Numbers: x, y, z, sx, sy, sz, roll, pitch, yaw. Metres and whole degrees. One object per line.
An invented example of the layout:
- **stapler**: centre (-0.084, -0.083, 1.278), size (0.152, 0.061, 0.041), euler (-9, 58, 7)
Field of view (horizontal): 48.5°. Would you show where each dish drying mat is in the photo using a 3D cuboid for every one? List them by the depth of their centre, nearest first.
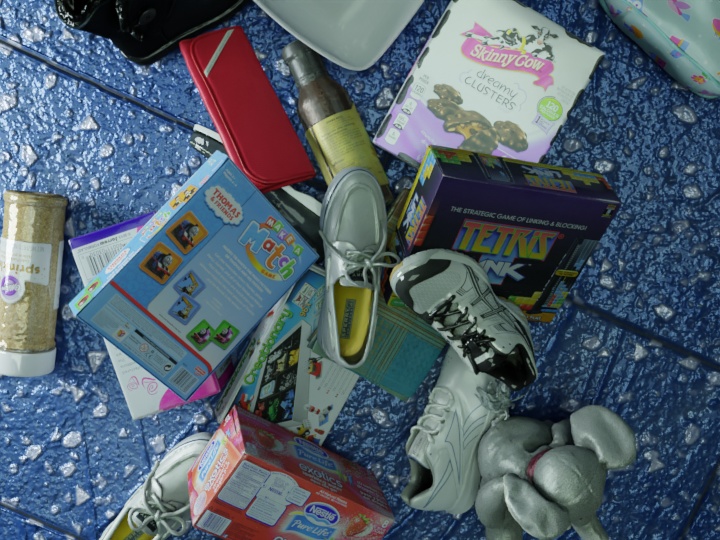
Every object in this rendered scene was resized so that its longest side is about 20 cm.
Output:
- **dish drying mat**: centre (-0.121, -0.172, 0.841), size (0.076, 0.018, 0.201), euler (-20, 70, -21)

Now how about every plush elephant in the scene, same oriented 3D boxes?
- **plush elephant**: centre (0.200, 0.216, 0.818), size (0.164, 0.155, 0.201), euler (-33, 118, -11)

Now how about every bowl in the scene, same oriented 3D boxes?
- **bowl**: centre (-0.023, -0.331, 0.810), size (0.199, 0.075, 0.200), euler (31, 100, -34)

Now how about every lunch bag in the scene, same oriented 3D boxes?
- **lunch bag**: centre (0.366, -0.289, 0.834), size (0.200, 0.077, 0.161), euler (40, 94, -3)

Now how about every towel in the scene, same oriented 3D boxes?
- **towel**: centre (0.049, 0.030, 0.875), size (0.146, 0.022, 0.201), euler (32, 89, -24)

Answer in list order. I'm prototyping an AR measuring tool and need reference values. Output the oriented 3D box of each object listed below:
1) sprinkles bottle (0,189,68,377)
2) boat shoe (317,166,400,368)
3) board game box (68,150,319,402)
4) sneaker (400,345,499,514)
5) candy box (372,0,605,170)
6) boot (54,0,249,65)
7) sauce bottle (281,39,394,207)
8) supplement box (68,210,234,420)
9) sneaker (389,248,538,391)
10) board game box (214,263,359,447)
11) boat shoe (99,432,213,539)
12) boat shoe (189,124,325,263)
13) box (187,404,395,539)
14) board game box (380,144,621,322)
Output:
- **sprinkles bottle**: centre (-0.368, 0.014, 0.889), size (0.068, 0.068, 0.202), euler (7, 96, 1)
- **boat shoe**: centre (-0.005, 0.001, 0.792), size (0.074, 0.086, 0.204), euler (6, 98, -18)
- **board game box**: centre (-0.155, 0.008, 0.779), size (0.200, 0.037, 0.151), euler (-47, 126, -7)
- **sneaker**: centre (0.097, 0.176, 0.878), size (0.087, 0.074, 0.202), euler (4, 95, -36)
- **candy box**: centre (0.132, -0.182, 0.852), size (0.167, 0.072, 0.201), euler (29, 97, -3)
- **boot**: centre (-0.192, -0.291, 0.798), size (0.200, 0.168, 0.077), euler (-35, 88, 5)
- **sauce bottle**: centre (-0.028, -0.153, 0.861), size (0.064, 0.065, 0.201), euler (-23, 89, 4)
- **supplement box**: centre (-0.222, 0.044, 0.872), size (0.101, 0.103, 0.201), euler (-17, 94, 2)
- **sneaker**: centre (0.112, 0.052, 0.782), size (0.199, 0.088, 0.076), euler (31, 122, -34)
- **board game box**: centre (-0.060, 0.098, 0.887), size (0.126, 0.035, 0.201), euler (26, 97, -24)
- **boat shoe**: centre (-0.232, 0.270, 0.897), size (0.202, 0.086, 0.075), euler (-43, 94, 6)
- **boat shoe**: centre (-0.108, -0.083, 0.868), size (0.199, 0.076, 0.061), euler (35, 90, -2)
- **box**: centre (-0.075, 0.243, 0.859), size (0.199, 0.096, 0.100), euler (31, 101, -25)
- **board game box**: centre (0.137, -0.030, 0.812), size (0.199, 0.057, 0.166), euler (6, 130, -19)
